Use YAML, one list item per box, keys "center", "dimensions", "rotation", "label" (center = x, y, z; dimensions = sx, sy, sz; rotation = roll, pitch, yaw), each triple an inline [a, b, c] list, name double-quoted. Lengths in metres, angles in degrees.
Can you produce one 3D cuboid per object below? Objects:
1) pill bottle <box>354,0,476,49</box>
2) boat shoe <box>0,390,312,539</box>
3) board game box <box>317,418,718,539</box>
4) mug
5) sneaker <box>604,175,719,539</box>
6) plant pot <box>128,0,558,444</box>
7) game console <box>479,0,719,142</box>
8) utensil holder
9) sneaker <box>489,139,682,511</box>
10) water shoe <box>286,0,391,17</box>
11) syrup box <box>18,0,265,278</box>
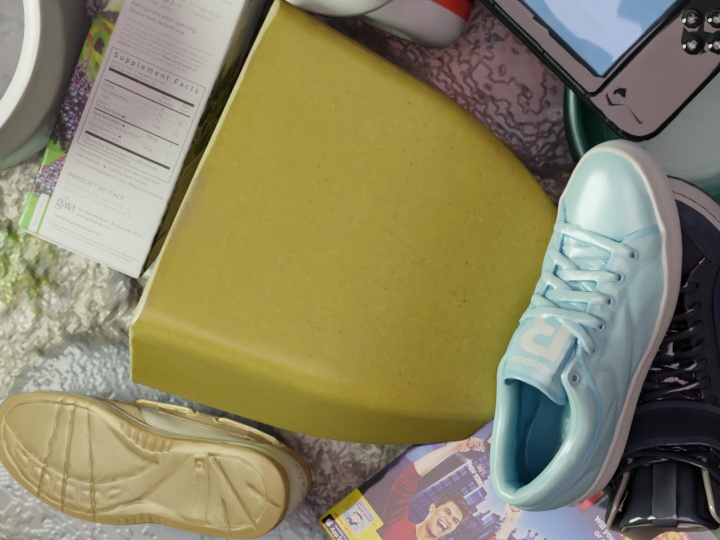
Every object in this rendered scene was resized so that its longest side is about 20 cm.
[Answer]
- center: [0.042, -0.237, 1.313]
  dimensions: [0.112, 0.112, 0.201]
  rotation: [24, 93, 2]
  label: "pill bottle"
- center: [-0.121, 0.114, 1.352]
  dimensions: [0.199, 0.069, 0.074]
  rotation: [14, 100, 23]
  label: "boat shoe"
- center: [0.113, 0.163, 1.346]
  dimensions: [0.200, 0.062, 0.200]
  rotation: [-37, 89, 1]
  label: "board game box"
- center: [0.207, -0.088, 1.308]
  dimensions: [0.184, 0.114, 0.153]
  rotation: [19, 92, 1]
  label: "mug"
- center: [0.168, 0.059, 1.235]
  dimensions: [0.077, 0.147, 0.203]
  rotation: [-2, 136, 21]
  label: "sneaker"
- center: [0.000, 0.000, 1.265]
  dimensions: [0.199, 0.194, 0.196]
  rotation: [24, 78, 0]
  label: "plant pot"
- center: [0.139, -0.197, 1.195]
  dimensions: [0.200, 0.118, 0.171]
  rotation: [45, 88, 5]
  label: "game console"
- center: [-0.245, -0.134, 1.285]
  dimensions: [0.169, 0.200, 0.171]
  rotation: [0, 92, 2]
  label: "utensil holder"
- center: [0.112, 0.033, 1.176]
  dimensions: [0.074, 0.082, 0.201]
  rotation: [14, 103, 28]
  label: "sneaker"
- center: [-0.056, -0.216, 1.226]
  dimensions: [0.200, 0.079, 0.071]
  rotation: [42, 60, 16]
  label: "water shoe"
- center: [-0.120, -0.106, 1.313]
  dimensions: [0.081, 0.079, 0.201]
  rotation: [23, 110, 2]
  label: "syrup box"
